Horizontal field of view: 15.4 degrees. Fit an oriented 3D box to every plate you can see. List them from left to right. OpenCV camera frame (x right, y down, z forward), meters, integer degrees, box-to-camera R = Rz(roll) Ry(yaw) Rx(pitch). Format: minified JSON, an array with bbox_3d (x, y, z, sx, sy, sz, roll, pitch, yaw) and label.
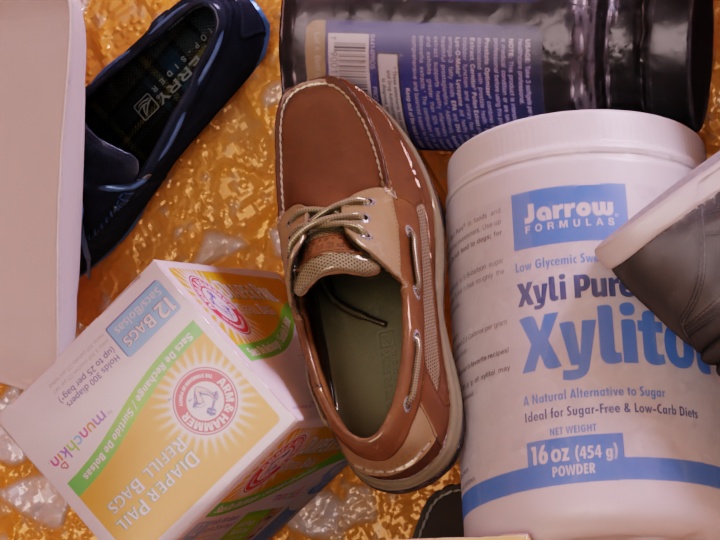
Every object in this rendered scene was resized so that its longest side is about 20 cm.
[{"bbox_3d":[-0.195,-0.048,1.360,0.200,0.032,0.200,9,99,50],"label":"plate"}]

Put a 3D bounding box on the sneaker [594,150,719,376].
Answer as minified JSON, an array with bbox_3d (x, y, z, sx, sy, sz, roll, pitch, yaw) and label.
[{"bbox_3d":[0.211,-0.028,1.164,0.200,0.071,0.099,-36,91,10],"label":"sneaker"}]

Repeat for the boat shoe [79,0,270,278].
[{"bbox_3d":[-0.134,-0.073,1.373,0.084,0.069,0.200,38,99,14],"label":"boat shoe"}]

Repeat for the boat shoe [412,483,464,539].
[{"bbox_3d":[0.050,0.171,1.263,0.072,0.060,0.202,-28,37,20],"label":"boat shoe"}]

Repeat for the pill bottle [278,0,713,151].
[{"bbox_3d":[0.068,-0.113,1.297,0.199,0.112,0.112,3,89,15],"label":"pill bottle"}]

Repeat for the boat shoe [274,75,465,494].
[{"bbox_3d":[0.000,0.000,1.214,0.075,0.074,0.200,-21,68,13],"label":"boat shoe"}]

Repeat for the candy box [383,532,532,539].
[{"bbox_3d":[0.017,0.214,1.148,0.116,0.056,0.200,-4,57,20],"label":"candy box"}]

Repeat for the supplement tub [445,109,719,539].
[{"bbox_3d":[0.108,0.039,1.247,0.132,0.132,0.201,-9,71,15],"label":"supplement tub"}]

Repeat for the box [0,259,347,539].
[{"bbox_3d":[-0.073,0.070,1.284,0.112,0.200,0.101,-45,78,10],"label":"box"}]
